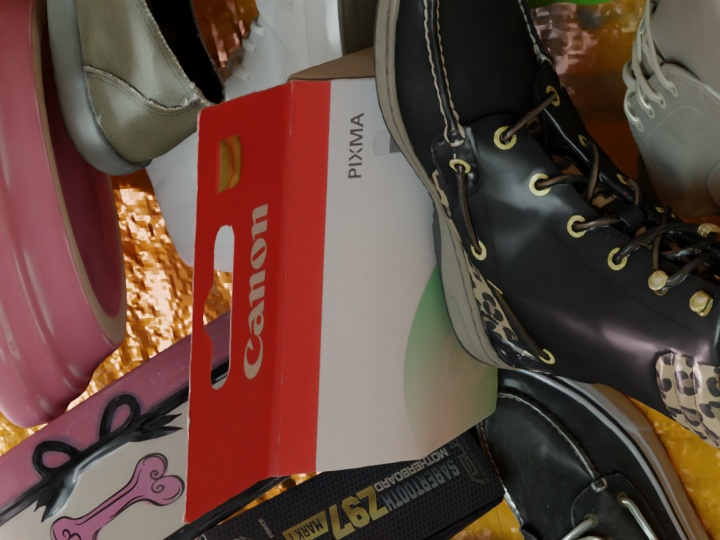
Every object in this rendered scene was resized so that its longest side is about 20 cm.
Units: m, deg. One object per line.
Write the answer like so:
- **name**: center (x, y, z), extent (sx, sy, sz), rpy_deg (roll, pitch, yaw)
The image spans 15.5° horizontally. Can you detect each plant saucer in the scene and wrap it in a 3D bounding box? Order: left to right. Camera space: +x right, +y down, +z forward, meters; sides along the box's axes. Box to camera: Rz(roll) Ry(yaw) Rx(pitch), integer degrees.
- **plant saucer**: center (-0.139, -0.037, 1.106), extent (0.050, 0.201, 0.202), rpy_deg (-12, 112, 3)

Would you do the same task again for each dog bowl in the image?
- **dog bowl**: center (-0.094, 0.087, 1.145), extent (0.200, 0.200, 0.074), rpy_deg (-34, 87, 33)

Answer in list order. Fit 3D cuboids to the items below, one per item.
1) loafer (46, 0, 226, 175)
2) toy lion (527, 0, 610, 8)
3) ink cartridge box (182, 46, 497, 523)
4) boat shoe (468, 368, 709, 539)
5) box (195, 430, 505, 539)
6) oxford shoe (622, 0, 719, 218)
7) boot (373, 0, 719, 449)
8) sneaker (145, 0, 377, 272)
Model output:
- **loafer**: center (-0.093, -0.143, 1.074), extent (0.069, 0.075, 0.202), rpy_deg (-11, 91, 25)
- **toy lion**: center (0.098, -0.156, 0.982), extent (0.198, 0.069, 0.192), rpy_deg (10, 151, -8)
- **ink cartridge box**: center (0.000, 0.000, 1.032), extent (0.050, 0.200, 0.162), rpy_deg (9, 106, 23)
- **boat shoe**: center (0.107, 0.119, 1.140), extent (0.072, 0.071, 0.200), rpy_deg (-37, 94, 34)
- **box**: center (-0.050, 0.146, 1.148), extent (0.051, 0.157, 0.200), rpy_deg (57, 135, 11)
- **oxford shoe**: center (0.126, -0.076, 0.987), extent (0.057, 0.076, 0.200), rpy_deg (0, 153, 6)
- **boot**: center (0.089, -0.029, 0.982), extent (0.153, 0.073, 0.205), rpy_deg (25, 141, 43)
- **sneaker**: center (-0.045, -0.083, 1.104), extent (0.115, 0.074, 0.201), rpy_deg (7, 117, 20)
